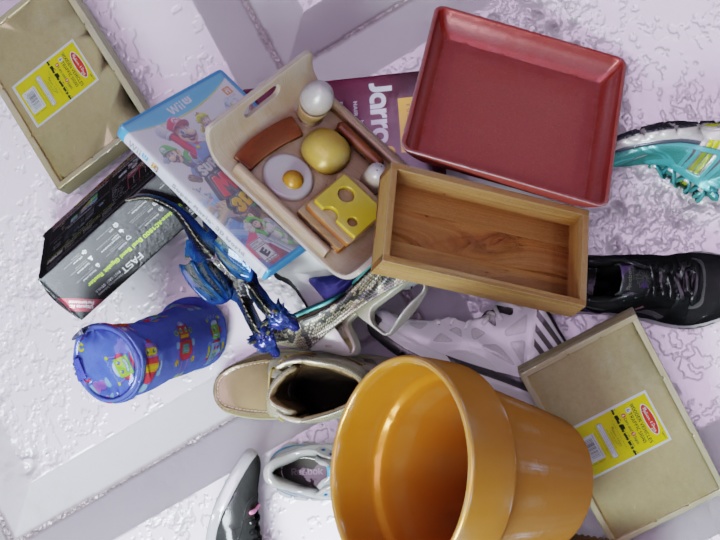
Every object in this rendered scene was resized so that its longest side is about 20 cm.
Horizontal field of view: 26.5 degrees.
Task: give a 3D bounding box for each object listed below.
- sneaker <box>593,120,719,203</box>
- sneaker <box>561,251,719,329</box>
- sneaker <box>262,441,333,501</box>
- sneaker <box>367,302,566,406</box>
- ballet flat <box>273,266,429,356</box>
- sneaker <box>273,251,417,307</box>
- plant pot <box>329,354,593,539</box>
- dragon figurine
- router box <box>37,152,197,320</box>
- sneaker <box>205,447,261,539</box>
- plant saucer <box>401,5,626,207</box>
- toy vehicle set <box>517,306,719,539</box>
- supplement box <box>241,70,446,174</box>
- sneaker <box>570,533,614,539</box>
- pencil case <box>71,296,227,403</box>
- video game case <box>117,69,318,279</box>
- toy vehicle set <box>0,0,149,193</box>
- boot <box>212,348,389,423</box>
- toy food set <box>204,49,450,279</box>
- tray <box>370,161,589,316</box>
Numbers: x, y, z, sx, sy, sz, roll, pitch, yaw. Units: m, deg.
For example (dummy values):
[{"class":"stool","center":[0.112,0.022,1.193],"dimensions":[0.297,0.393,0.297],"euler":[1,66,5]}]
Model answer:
[{"class":"sneaker","center":[0.322,-0.104,1.472],"dimensions":[0.199,0.078,0.080],"euler":[1,99,13]},{"class":"sneaker","center":[0.276,0.018,1.463],"dimensions":[0.199,0.088,0.076],"euler":[-1,86,12]},{"class":"sneaker","center":[-0.003,0.201,1.512],"dimensions":[0.199,0.087,0.075],"euler":[-7,84,10]},{"class":"sneaker","center":[0.114,0.058,1.509],"dimensions":[0.200,0.076,0.116],"euler":[24,84,2]},{"class":"ballet flat","center":[0.000,0.036,1.463],"dimensions":[0.200,0.068,0.075],"euler":[-35,86,14]},{"class":"sneaker","center":[-0.001,0.000,1.533],"dimensions":[0.199,0.081,0.115],"euler":[11,117,-5]},{"class":"plant pot","center":[0.103,0.185,1.375],"dimensions":[0.200,0.183,0.201],"euler":[-17,69,51]},{"class":"dragon figurine","center":[-0.133,-0.006,1.439],"dimensions":[0.059,0.099,0.200],"euler":[-41,107,6]},{"class":"router box","center":[-0.232,-0.057,1.539],"dimensions":[0.200,0.150,0.062],"euler":[-41,111,7]},{"class":"sneaker","center":[-0.106,0.283,1.539],"dimensions":[0.099,0.071,0.201],"euler":[17,96,10]},{"class":"plant saucer","center":[0.148,-0.151,1.467],"dimensions":[0.199,0.037,0.200],"euler":[16,52,-2]},{"class":"toy vehicle set","center":[0.250,0.151,1.459],"dimensions":[0.124,0.027,0.200],"euler":[-27,101,8]},{"class":"supplement box","center":[-0.020,-0.131,1.535],"dimensions":[0.199,0.086,0.111],"euler":[-5,85,11]},{"class":"sneaker","center":[0.164,0.307,1.478],"dimensions":[0.200,0.071,0.113],"euler":[7,99,23]},{"class":"pencil case","center":[-0.208,0.077,1.506],"dimensions":[0.087,0.200,0.078],"euler":[-8,94,23]},{"class":"video game case","center":[-0.113,-0.095,1.449],"dimensions":[0.200,0.143,0.018],"euler":[44,139,10]},{"class":"toy vehicle set","center":[-0.314,-0.198,1.615],"dimensions":[0.124,0.027,0.200],"euler":[-35,75,8]},{"class":"boot","center":[-0.070,0.115,1.493],"dimensions":[0.199,0.155,0.072],"euler":[-3,89,16]},{"class":"toy food set","center":[-0.027,-0.101,1.423],"dimensions":[0.200,0.060,0.143],"euler":[43,61,9]},{"class":"tray","center":[0.112,-0.027,1.401],"dimensions":[0.200,0.037,0.099],"euler":[13,65,-17]}]
